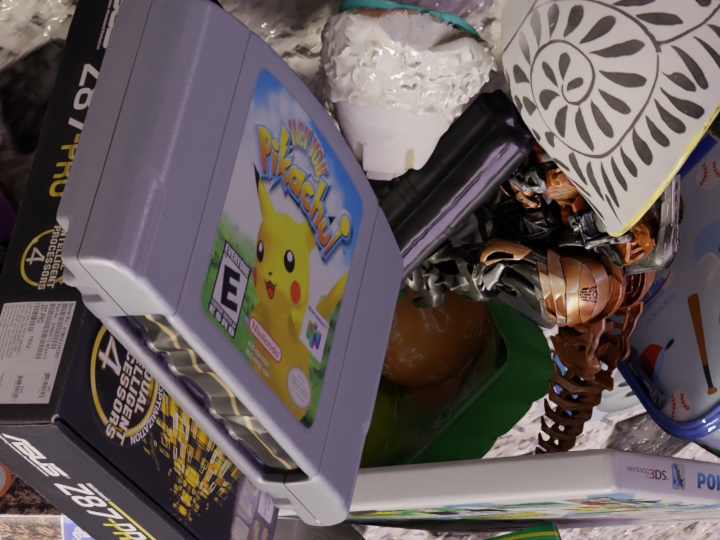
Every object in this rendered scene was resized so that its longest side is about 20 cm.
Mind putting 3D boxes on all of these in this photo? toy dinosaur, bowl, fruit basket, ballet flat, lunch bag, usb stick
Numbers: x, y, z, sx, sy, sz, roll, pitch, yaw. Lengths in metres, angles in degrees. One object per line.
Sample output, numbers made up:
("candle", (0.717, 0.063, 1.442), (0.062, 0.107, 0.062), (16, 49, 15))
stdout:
("toy dinosaur", (0.085, -0.010, 1.189), (0.102, 0.135, 0.201), (8, 98, -50))
("bowl", (0.106, -0.121, 0.979), (0.201, 0.094, 0.201), (-60, -177, 4))
("fruit basket", (-0.008, 0.040, 1.311), (0.200, 0.094, 0.185), (20, 126, -36))
("ballet flat", (0.015, -0.069, 1.066), (0.072, 0.072, 0.200), (-30, -179, 0))
("lunch bag", (0.185, -0.018, 1.220), (0.200, 0.160, 0.075), (-45, 139, 20))
("usb stick", (0.000, 0.000, 1.144), (0.200, 0.033, 0.055), (-46, -168, 12))

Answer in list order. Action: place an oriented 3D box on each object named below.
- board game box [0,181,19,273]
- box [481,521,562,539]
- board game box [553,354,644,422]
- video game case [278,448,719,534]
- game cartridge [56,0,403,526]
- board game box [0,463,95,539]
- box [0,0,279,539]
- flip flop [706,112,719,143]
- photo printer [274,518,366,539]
("board game box", (-0.213, -0.029, 1.050), (0.120, 0.032, 0.200), (-34, 151, -3))
("box", (0.029, 0.181, 1.288), (0.199, 0.048, 0.117), (-12, 152, -8))
("board game box", (0.217, 0.009, 1.433), (0.199, 0.043, 0.199), (-13, 159, -13))
("video game case", (0.081, 0.106, 1.249), (0.200, 0.022, 0.182), (-7, 169, 36))
("game cartridge", (-0.041, -0.008, 0.985), (0.040, 0.134, 0.200), (-7, 146, 25))
("board game box", (-0.199, 0.090, 1.089), (0.199, 0.097, 0.160), (1, 151, -4))
("box", (-0.073, 0.006, 1.011), (0.049, 0.201, 0.161), (-2, 149, 25))
("flip flop", (0.165, -0.102, 1.111), (0.057, 0.200, 0.081), (28, 104, -24))
("photo printer", (-0.089, 0.165, 1.350), (0.199, 0.070, 0.166), (-8, 156, 15))
